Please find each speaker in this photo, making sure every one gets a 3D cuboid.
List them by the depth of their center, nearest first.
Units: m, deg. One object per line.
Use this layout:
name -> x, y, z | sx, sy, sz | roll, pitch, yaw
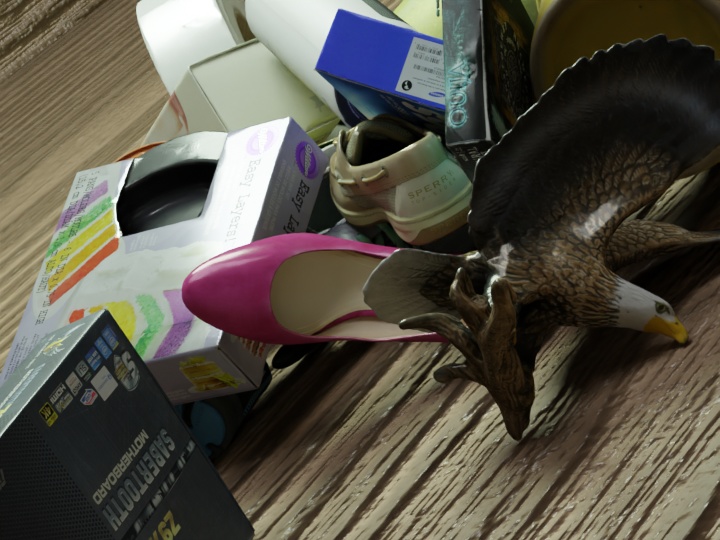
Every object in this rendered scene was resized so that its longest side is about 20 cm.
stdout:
speaker -> -0.016, -0.162, 1.647 | 0.081, 0.081, 0.200 | -34, 30, -5

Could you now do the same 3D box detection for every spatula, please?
spatula -> -0.009, 0.011, 1.587 | 0.056, 0.021, 0.200 | -14, 26, 36

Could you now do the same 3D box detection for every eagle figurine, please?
eagle figurine -> 0.117, -0.011, 1.227 | 0.200, 0.151, 0.152 | -54, 14, -30

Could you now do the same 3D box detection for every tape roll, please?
tape roll -> -0.109, -0.159, 1.976 | 0.071, 0.203, 0.202 | -29, 15, 9

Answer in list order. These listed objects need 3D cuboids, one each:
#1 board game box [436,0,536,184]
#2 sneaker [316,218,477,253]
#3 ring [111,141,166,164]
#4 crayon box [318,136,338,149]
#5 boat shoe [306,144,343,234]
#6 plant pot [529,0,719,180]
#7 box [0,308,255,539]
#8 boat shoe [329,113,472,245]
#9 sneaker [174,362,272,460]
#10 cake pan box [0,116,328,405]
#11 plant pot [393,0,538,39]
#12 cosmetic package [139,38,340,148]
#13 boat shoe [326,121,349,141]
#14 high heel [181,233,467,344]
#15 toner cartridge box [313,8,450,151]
board game box -> 0.083, -0.095, 1.340 | 0.028, 0.136, 0.200 | -7, -23, 15
sneaker -> 0.000, 0.000, 1.483 | 0.200, 0.075, 0.088 | -27, 9, 11
ring -> -0.157, 0.003, 1.660 | 0.200, 0.019, 0.201 | -15, 65, 36
crayon box -> -0.046, -0.043, 1.683 | 0.200, 0.051, 0.127 | -24, -10, 33
boat shoe -> 0.027, -0.060, 1.582 | 0.057, 0.067, 0.200 | -1, 12, 44
plant pot -> 0.184, -0.146, 1.345 | 0.200, 0.201, 0.189 | -23, 16, 32
box -> -0.142, 0.134, 1.206 | 0.051, 0.158, 0.200 | -23, 17, 28
boat shoe -> 0.018, -0.066, 1.424 | 0.072, 0.065, 0.200 | -31, 16, -7
sneaker -> -0.144, 0.094, 1.522 | 0.200, 0.073, 0.082 | -7, 24, 36
cake pan box -> -0.124, 0.000, 1.482 | 0.184, 0.052, 0.200 | -10, 46, 31
plant pot -> 0.126, -0.190, 1.678 | 0.184, 0.200, 0.200 | -40, 13, 14
cosmetic package -> -0.108, -0.085, 1.795 | 0.103, 0.087, 0.200 | -24, -16, -36
boat shoe -> -0.014, -0.114, 1.896 | 0.060, 0.072, 0.202 | -33, 10, 17
high heel -> 0.000, 0.016, 1.343 | 0.199, 0.068, 0.096 | 7, 1, -10
toner cartridge box -> 0.049, -0.104, 1.464 | 0.043, 0.095, 0.200 | -68, -21, -5
